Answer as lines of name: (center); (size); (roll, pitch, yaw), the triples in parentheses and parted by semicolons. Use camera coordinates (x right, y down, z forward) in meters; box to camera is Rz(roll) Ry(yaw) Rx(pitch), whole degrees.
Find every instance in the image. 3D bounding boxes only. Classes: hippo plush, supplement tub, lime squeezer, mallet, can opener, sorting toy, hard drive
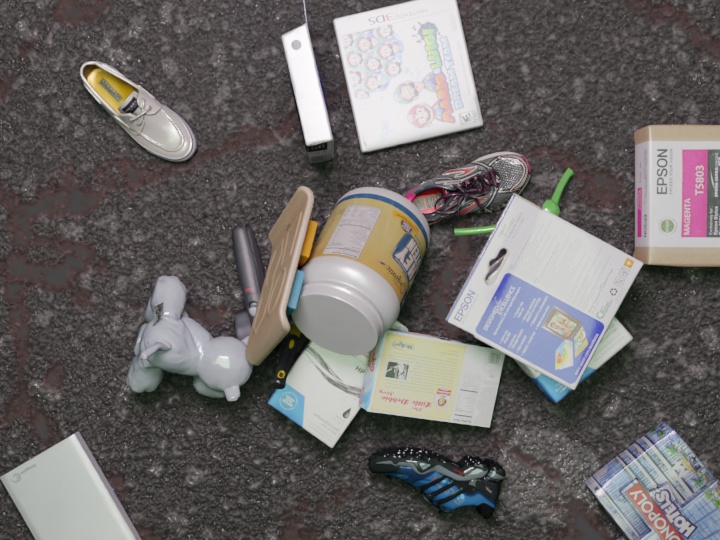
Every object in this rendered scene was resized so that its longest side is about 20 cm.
hippo plush: (-0.227, 0.099, 1.316); (0.161, 0.200, 0.159); (17, 63, -15)
supplement tub: (0.000, 0.000, 1.268); (0.145, 0.145, 0.200); (25, 53, 1)
lime squeezer: (0.233, -0.083, 1.318); (0.200, 0.038, 0.071); (-28, 61, -10)
mallet: (-0.082, 0.091, 1.304); (0.066, 0.200, 0.041); (14, 132, -9)
can opener: (-0.155, 0.031, 1.353); (0.079, 0.063, 0.200); (-10, 91, 3)
sorting toy: (-0.103, 0.012, 1.245); (0.036, 0.185, 0.200); (15, 65, -15)
hard drive: (-0.427, 0.358, 1.387); (0.132, 0.027, 0.200); (-30, 89, 2)

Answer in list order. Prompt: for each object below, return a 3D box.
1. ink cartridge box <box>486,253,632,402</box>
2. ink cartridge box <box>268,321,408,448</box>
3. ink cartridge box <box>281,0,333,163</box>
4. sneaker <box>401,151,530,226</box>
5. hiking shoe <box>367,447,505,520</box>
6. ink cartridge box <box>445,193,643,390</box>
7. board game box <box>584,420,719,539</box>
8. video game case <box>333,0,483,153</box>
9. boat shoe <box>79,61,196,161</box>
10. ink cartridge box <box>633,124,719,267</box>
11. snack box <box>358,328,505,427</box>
ink cartridge box: (0.260, 0.064, 1.329); (0.145, 0.084, 0.200); (-41, 89, 1)
ink cartridge box: (-0.029, 0.138, 1.349); (0.116, 0.067, 0.200); (35, 92, 1)
ink cartridge box: (-0.074, -0.257, 1.280); (0.043, 0.198, 0.200); (-10, 90, -1)
sneaker: (0.150, -0.110, 1.335); (0.200, 0.075, 0.081); (-23, 90, 2)
hiking shoe: (0.107, 0.307, 1.344); (0.200, 0.074, 0.087); (9, 91, 2)
ink cartridge box: (0.247, 0.028, 1.267); (0.200, 0.047, 0.198); (29, 91, 3)
board game box: (0.427, 0.358, 1.341); (0.200, 0.062, 0.200); (-39, 90, 1)
video game case: (0.069, -0.287, 1.360); (0.182, 0.024, 0.200); (-12, 91, 2)
boat shoe: (-0.324, -0.232, 1.351); (0.200, 0.070, 0.071); (43, 92, 1)
ink cartridge box: (0.478, -0.104, 1.325); (0.165, 0.075, 0.200); (0, 92, 1)
snack box: (0.103, 0.152, 1.321); (0.200, 0.037, 0.116); (12, 91, -24)
